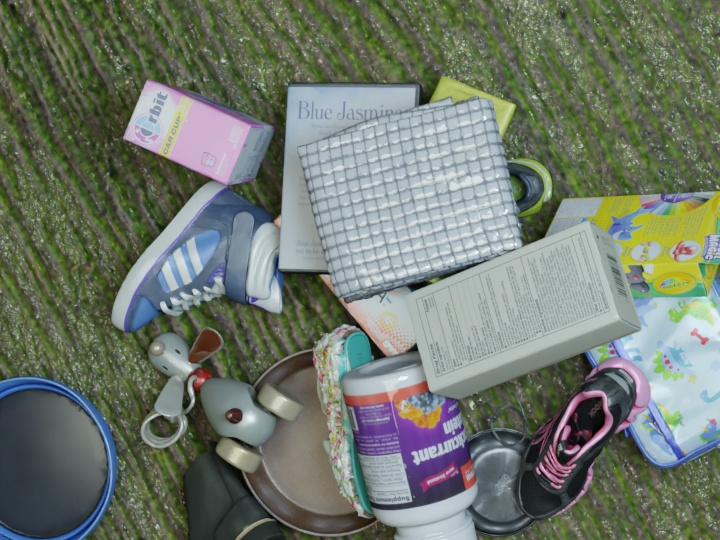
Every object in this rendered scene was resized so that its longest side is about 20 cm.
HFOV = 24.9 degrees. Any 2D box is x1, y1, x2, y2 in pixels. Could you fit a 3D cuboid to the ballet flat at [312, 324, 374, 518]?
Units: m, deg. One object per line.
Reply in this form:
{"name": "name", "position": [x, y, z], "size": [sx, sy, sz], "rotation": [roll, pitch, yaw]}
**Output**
{"name": "ballet flat", "position": [-0.012, 0.157, 1.702], "size": [0.064, 0.075, 0.201], "rotation": [-9, 85, 43]}

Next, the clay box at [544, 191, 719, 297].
{"name": "clay box", "position": [0.279, -0.024, 1.598], "size": [0.199, 0.115, 0.048], "rotation": [0, 129, 29]}

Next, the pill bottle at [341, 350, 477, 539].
{"name": "pill bottle", "position": [0.056, 0.190, 1.641], "size": [0.111, 0.111, 0.201], "rotation": [-13, 97, 12]}

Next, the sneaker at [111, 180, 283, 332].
{"name": "sneaker", "position": [-0.158, 0.018, 1.745], "size": [0.146, 0.081, 0.200], "rotation": [38, 93, 12]}

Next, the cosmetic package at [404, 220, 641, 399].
{"name": "cosmetic package", "position": [0.153, 0.040, 1.550], "size": [0.199, 0.073, 0.104], "rotation": [-22, 70, 23]}

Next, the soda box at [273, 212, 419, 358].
{"name": "soda box", "position": [0.000, 0.000, 1.721], "size": [0.068, 0.064, 0.200], "rotation": [-41, 84, 9]}

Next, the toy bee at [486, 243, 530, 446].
{"name": "toy bee", "position": [0.155, 0.064, 1.650], "size": [0.130, 0.109, 0.201], "rotation": [-17, 71, 26]}

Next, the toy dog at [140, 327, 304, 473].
{"name": "toy dog", "position": [-0.161, 0.130, 1.712], "size": [0.199, 0.096, 0.133], "rotation": [11, 78, 27]}

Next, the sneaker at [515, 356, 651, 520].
{"name": "sneaker", "position": [0.205, 0.175, 1.619], "size": [0.079, 0.095, 0.201], "rotation": [37, 117, 14]}

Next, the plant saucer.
{"name": "plant saucer", "position": [-0.033, 0.182, 1.749], "size": [0.199, 0.034, 0.202], "rotation": [0, 92, 11]}

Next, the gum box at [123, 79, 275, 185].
{"name": "gum box", "position": [-0.161, -0.142, 1.686], "size": [0.113, 0.200, 0.066], "rotation": [24, 96, 3]}

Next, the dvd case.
{"name": "dvd case", "position": [-0.010, -0.095, 1.681], "size": [0.142, 0.018, 0.201], "rotation": [1, 83, 11]}

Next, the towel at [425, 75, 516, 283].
{"name": "towel", "position": [0.080, -0.090, 1.646], "size": [0.086, 0.018, 0.201], "rotation": [24, 88, 11]}

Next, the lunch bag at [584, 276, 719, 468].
{"name": "lunch bag", "position": [0.316, 0.089, 1.651], "size": [0.160, 0.082, 0.201], "rotation": [-29, 85, 14]}

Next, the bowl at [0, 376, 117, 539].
{"name": "bowl", "position": [-0.364, 0.217, 1.816], "size": [0.199, 0.039, 0.202], "rotation": [0, 92, 11]}

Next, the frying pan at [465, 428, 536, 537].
{"name": "frying pan", "position": [0.126, 0.191, 1.703], "size": [0.115, 0.031, 0.191], "rotation": [-33, 96, -1]}

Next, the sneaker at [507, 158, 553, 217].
{"name": "sneaker", "position": [0.097, -0.080, 1.690], "size": [0.199, 0.081, 0.074], "rotation": [-11, 89, 12]}

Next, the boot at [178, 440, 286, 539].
{"name": "boot", "position": [-0.173, 0.297, 1.774], "size": [0.200, 0.077, 0.139], "rotation": [-48, 60, 22]}

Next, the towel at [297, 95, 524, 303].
{"name": "towel", "position": [0.053, -0.070, 1.599], "size": [0.199, 0.086, 0.167], "rotation": [-16, 79, 9]}
